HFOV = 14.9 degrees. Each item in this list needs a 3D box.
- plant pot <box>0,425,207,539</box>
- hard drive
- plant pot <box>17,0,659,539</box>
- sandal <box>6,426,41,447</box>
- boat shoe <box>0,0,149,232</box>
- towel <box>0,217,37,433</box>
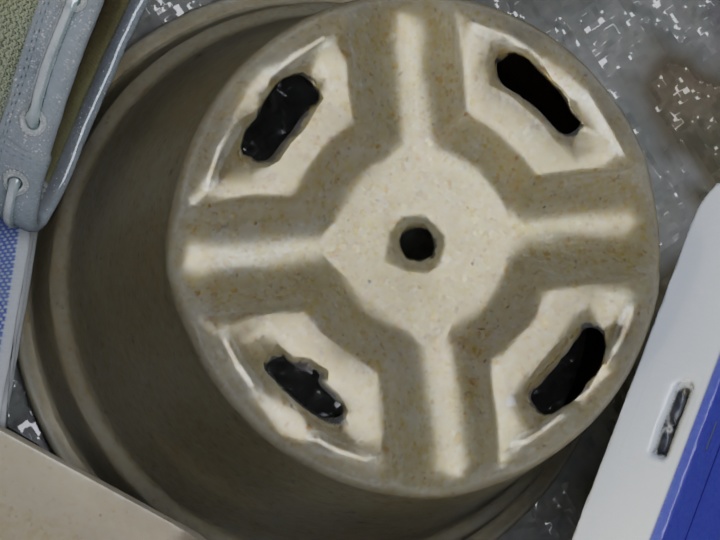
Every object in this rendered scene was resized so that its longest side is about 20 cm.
[{"bbox_3d":[-0.169,0.122,0.705,0.200,0.200,0.177,29,97,-4],"label":"plant pot"},{"bbox_3d":[0.117,0.067,0.826,0.025,0.200,0.132,18,81,26],"label":"hard drive"},{"bbox_3d":[0.000,0.000,0.810,0.200,0.183,0.201,1,85,-9],"label":"plant pot"},{"bbox_3d":[-0.179,0.041,0.845,0.199,0.045,0.075,26,82,-7],"label":"sandal"},{"bbox_3d":[-0.064,-0.107,0.799,0.065,0.074,0.202,37,96,5],"label":"boat shoe"},{"bbox_3d":[-0.193,-0.025,0.830,0.199,0.024,0.147,6,64,-4],"label":"towel"}]
